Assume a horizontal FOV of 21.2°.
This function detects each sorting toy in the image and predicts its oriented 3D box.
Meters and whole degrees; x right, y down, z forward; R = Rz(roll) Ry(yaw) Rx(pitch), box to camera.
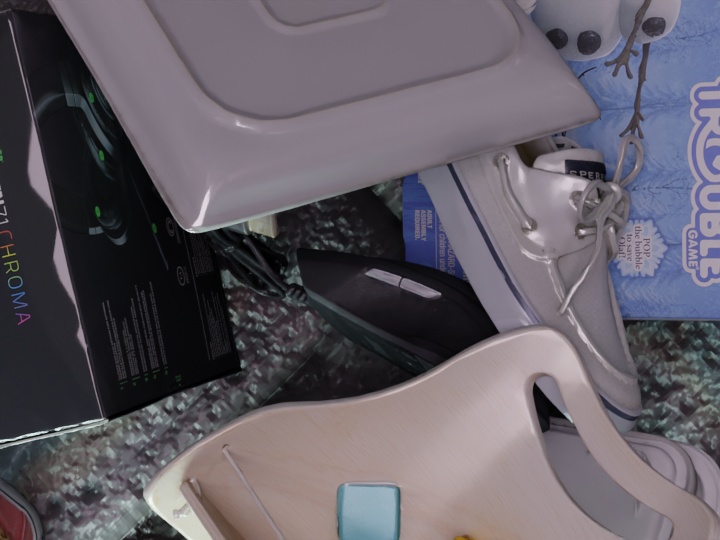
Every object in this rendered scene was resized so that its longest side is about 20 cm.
[{"bbox_3d":[0.045,0.119,0.776,0.180,0.107,0.200,-40,60,3],"label":"sorting toy"}]

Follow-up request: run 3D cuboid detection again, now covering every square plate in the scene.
[{"bbox_3d":[-0.025,-0.115,0.821,0.199,0.029,0.199,-16,55,-25],"label":"square plate"}]

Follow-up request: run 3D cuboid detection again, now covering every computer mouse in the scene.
[{"bbox_3d":[0.000,0.000,0.859,0.199,0.140,0.046,27,78,32],"label":"computer mouse"}]

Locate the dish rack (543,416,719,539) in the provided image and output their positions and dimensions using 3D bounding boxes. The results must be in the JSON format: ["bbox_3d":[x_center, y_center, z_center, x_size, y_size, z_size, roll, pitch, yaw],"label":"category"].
[{"bbox_3d":[0.051,0.132,0.865,0.198,0.044,0.173,7,60,29],"label":"dish rack"}]

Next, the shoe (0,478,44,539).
[{"bbox_3d":[-0.251,0.099,0.933,0.199,0.091,0.072,30,94,3],"label":"shoe"}]

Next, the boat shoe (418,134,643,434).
[{"bbox_3d":[0.087,-0.030,0.845,0.086,0.074,0.203,-35,68,22],"label":"boat shoe"}]

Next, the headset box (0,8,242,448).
[{"bbox_3d":[-0.141,-0.018,0.860,0.092,0.200,0.176,-13,92,14],"label":"headset box"}]

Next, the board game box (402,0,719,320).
[{"bbox_3d":[0.115,-0.078,0.888,0.197,0.043,0.202,0,92,25],"label":"board game box"}]
